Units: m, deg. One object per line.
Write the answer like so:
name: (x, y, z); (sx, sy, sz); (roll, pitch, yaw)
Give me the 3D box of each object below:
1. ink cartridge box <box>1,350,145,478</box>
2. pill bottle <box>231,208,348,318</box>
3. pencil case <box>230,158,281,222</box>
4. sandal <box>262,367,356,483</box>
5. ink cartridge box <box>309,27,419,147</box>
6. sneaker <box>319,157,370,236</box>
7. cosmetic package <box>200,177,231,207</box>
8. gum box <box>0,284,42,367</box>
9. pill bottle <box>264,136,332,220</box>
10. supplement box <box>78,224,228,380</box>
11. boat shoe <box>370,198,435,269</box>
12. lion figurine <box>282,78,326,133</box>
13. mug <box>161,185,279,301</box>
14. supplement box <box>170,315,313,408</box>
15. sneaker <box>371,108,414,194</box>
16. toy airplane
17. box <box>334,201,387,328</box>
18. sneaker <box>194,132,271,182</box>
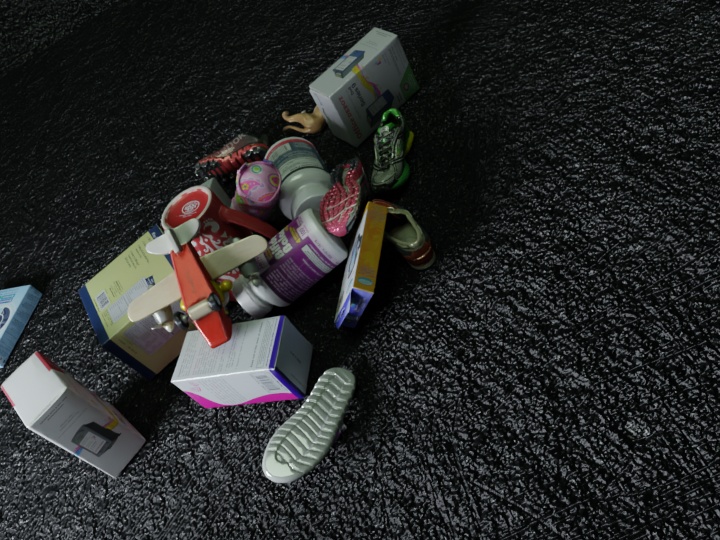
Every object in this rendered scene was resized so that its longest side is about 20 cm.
ink cartridge box: (-0.480, 0.243, 1.074); (0.147, 0.200, 0.086); (24, 68, 41)
pill bottle: (-0.129, -0.008, 1.130); (0.200, 0.112, 0.112); (-39, 44, 8)
pencil case: (-0.201, -0.139, 1.202); (0.088, 0.087, 0.200); (-55, 4, -19)
sandal: (-0.065, 0.235, 0.948); (0.082, 0.050, 0.203); (23, 54, 25)
ink cartridge box: (0.010, -0.383, 1.341); (0.200, 0.145, 0.087); (-43, 47, -9)
sneaker: (-0.015, -0.125, 1.137); (0.080, 0.075, 0.200); (-17, 33, 24)
cosmetic package: (-0.331, -0.126, 1.331); (0.101, 0.074, 0.200); (-35, 18, 1)
gum box: (-0.861, 0.136, 1.498); (0.169, 0.045, 0.201); (-8, 50, 24)
pill bottle: (-0.112, -0.164, 1.251); (0.119, 0.120, 0.200); (-31, 45, 4)
supplement box: (-0.399, 0.057, 1.226); (0.200, 0.134, 0.200); (-42, 45, -6)
boat shoe: (0.062, -0.077, 1.118); (0.071, 0.063, 0.200); (-38, 43, 0)
lion figurine: (-0.082, -0.364, 1.446); (0.200, 0.072, 0.123); (-49, 57, 7)
mug: (-0.250, -0.065, 1.193); (0.177, 0.200, 0.134); (-34, 44, 2)
supplement box: (-0.192, 0.154, 1.049); (0.199, 0.101, 0.104); (-11, 49, 22)
sneaker: (0.050, -0.230, 1.234); (0.078, 0.085, 0.201); (-10, 51, 24)
toy airplane: (-0.266, 0.018, 1.054); (0.199, 0.141, 0.200); (13, 73, 20)
box: (0.000, 0.000, 1.055); (0.041, 0.119, 0.201); (15, 55, -9)
sneaker: (-0.289, -0.265, 1.474); (0.199, 0.071, 0.098); (-14, 49, 18)
